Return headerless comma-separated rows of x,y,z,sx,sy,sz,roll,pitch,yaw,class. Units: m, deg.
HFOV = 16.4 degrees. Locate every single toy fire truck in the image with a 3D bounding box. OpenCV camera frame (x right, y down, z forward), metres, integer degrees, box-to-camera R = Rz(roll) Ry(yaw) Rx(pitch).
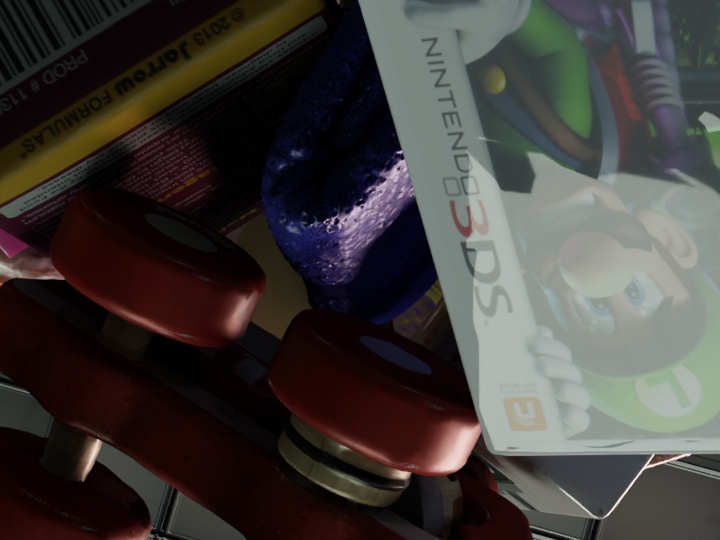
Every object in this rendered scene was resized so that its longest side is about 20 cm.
-0.025,0.055,0.809,0.200,0.112,0.168,29,-168,20,toy fire truck

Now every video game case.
0.104,-0.032,0.649,0.200,0.182,0.023,-3,-151,27,video game case

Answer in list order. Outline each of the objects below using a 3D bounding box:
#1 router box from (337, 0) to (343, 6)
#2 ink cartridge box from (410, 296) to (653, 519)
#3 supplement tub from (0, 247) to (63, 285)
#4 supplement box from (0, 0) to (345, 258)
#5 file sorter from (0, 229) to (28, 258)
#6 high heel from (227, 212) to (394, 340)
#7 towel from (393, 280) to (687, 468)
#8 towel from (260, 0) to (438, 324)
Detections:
-0.129,-0.125,1.008,0.200,0.051,0.149,19,173,-38,router box
0.073,0.025,0.922,0.068,0.116,0.200,39,172,-5,ink cartridge box
-0.160,-0.033,1.089,0.107,0.107,0.200,19,159,-23,supplement tub
-0.074,-0.077,0.840,0.103,0.131,0.200,59,-178,13,supplement box
-0.229,-0.074,0.858,0.200,0.125,0.139,55,178,-34,file sorter
0.000,0.000,0.993,0.142,0.071,0.200,21,-152,-47,high heel
0.055,0.043,1.073,0.200,0.023,0.144,-12,-138,-41,towel
0.028,-0.054,0.815,0.049,0.148,0.200,29,174,9,towel
